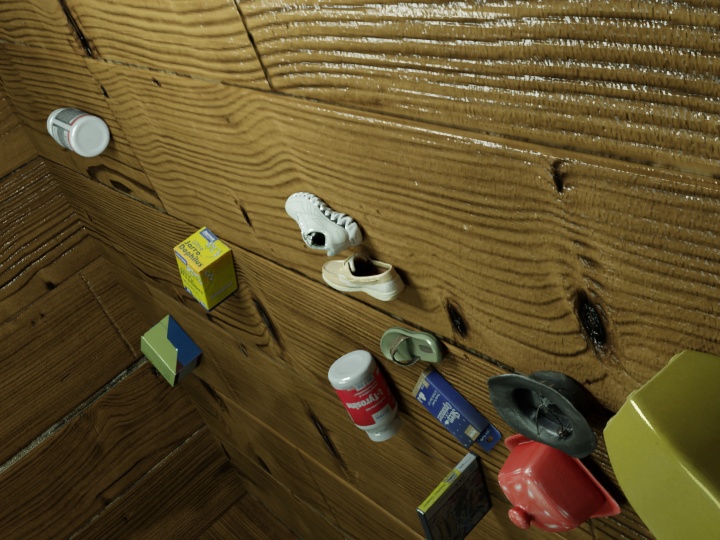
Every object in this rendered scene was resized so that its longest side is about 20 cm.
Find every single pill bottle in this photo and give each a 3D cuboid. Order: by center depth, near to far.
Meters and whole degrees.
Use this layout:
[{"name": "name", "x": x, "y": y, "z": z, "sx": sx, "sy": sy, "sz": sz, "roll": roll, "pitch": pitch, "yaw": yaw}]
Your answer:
[{"name": "pill bottle", "x": 0.016, "y": 0.291, "z": 1.932, "sx": 0.112, "sy": 0.112, "sz": 0.200, "roll": 11, "pitch": 135, "yaw": 55}, {"name": "pill bottle", "x": -0.801, "y": -0.395, "z": 2.376, "sx": 0.200, "sy": 0.116, "sz": 0.116, "roll": 26, "pitch": 146, "yaw": 44}]

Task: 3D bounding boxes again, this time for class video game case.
[{"name": "video game case", "x": 0.208, "y": 0.518, "z": 1.833, "sx": 0.025, "sy": 0.181, "sz": 0.200, "roll": 24, "pitch": 145, "yaw": 41}]

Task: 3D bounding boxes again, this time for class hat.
[{"name": "hat", "x": 0.305, "y": 0.208, "z": 1.355, "sx": 0.201, "sy": 0.081, "sz": 0.201, "roll": 32, "pitch": 154, "yaw": 18}]

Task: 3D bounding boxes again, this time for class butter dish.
[{"name": "butter dish", "x": 0.324, "y": 0.400, "z": 1.507, "sx": 0.199, "sy": 0.148, "sz": 0.200, "roll": 50, "pitch": 156, "yaw": 3}]

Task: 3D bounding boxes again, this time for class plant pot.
[{"name": "plant pot", "x": 0.423, "y": 0.219, "z": 1.042, "sx": 0.200, "sy": 0.194, "sz": 0.196, "roll": 47, "pitch": 156, "yaw": 24}]

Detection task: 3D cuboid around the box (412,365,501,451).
[{"name": "box", "x": 0.194, "y": 0.293, "z": 1.725, "sx": 0.200, "sy": 0.032, "sz": 0.121, "roll": 43, "pitch": 154, "yaw": 15}]

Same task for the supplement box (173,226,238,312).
[{"name": "supplement box", "x": -0.413, "y": -0.001, "z": 2.268, "sx": 0.109, "sy": 0.110, "sz": 0.200, "roll": 40, "pitch": 153, "yaw": 23}]

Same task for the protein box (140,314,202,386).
[{"name": "protein box", "x": -0.723, "y": 0.308, "z": 3.214, "sx": 0.199, "sy": 0.135, "sz": 0.200, "roll": 47, "pitch": 155, "yaw": 6}]

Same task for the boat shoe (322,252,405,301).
[{"name": "boat shoe", "x": 0.000, "y": 0.000, "z": 1.605, "sx": 0.200, "sy": 0.074, "sz": 0.069, "roll": 12, "pitch": 134, "yaw": 41}]

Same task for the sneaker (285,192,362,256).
[{"name": "sneaker", "x": -0.088, "y": -0.089, "z": 1.615, "sx": 0.200, "sy": 0.081, "sz": 0.075, "roll": 30, "pitch": 151, "yaw": 41}]

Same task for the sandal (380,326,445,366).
[{"name": "sandal", "x": 0.091, "y": 0.158, "z": 1.678, "sx": 0.080, "sy": 0.057, "sz": 0.201, "roll": 56, "pitch": 155, "yaw": -12}]
